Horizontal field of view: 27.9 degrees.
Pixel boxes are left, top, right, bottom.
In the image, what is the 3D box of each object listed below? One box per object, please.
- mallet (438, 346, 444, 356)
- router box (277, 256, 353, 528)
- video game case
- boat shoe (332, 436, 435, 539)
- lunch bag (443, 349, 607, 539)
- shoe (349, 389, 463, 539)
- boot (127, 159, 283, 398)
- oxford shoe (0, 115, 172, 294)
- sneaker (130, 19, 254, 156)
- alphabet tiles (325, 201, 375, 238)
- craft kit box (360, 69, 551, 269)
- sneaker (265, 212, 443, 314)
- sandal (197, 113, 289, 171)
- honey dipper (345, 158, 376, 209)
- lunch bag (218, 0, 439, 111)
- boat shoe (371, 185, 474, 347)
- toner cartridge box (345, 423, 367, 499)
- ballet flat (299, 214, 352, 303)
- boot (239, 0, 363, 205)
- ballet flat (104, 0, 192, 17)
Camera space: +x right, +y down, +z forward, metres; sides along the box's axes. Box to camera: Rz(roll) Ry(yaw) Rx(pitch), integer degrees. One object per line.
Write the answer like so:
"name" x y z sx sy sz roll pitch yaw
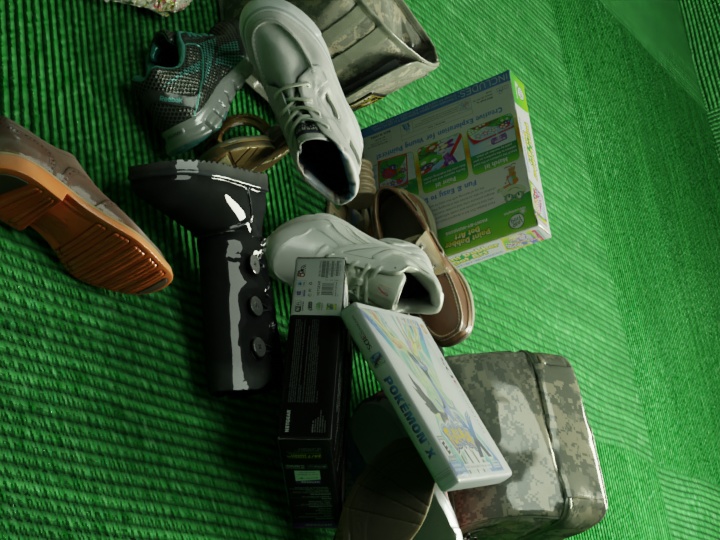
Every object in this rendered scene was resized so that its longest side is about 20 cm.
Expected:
"mallet" 0.109 0.124 1.688 0.200 0.041 0.066 20 58 -63
"router box" -0.038 0.111 1.320 0.150 0.051 0.201 85 7 -50
"video game case" 0.064 0.117 1.335 0.183 0.022 0.200 60 14 15
"boat shoe" 0.006 0.244 1.298 0.066 0.071 0.202 123 -9 -77
"lunch bag" 0.138 0.181 1.487 0.167 0.139 0.201 8 63 -38
"shoe" 0.061 0.204 1.395 0.091 0.071 0.201 -29 97 -61
"boot" -0.131 0.010 1.259 0.164 0.065 0.201 4 82 -53
"oxford shoe" -0.217 -0.050 1.136 0.200 0.071 0.073 43 31 -42
"sneaker" -0.155 -0.195 1.356 0.091 0.077 0.200 52 29 -24
"alphabet tiles" 0.019 -0.027 1.647 0.200 0.008 0.168 46 34 -39
"craft kit box" 0.103 -0.100 1.626 0.048 0.199 0.199 35 43 -51
"sneaker" 0.000 0.000 1.422 0.199 0.078 0.099 8 18 -27
"sandal" -0.112 -0.123 1.390 0.054 0.080 0.200 53 25 1
"honey dipper" -0.013 -0.162 1.639 0.038 0.038 0.201 34 39 -50
"lunch bag" -0.029 -0.233 1.519 0.200 0.163 0.118 41 33 -44
"boat shoe" 0.058 -0.007 1.547 0.072 0.076 0.201 35 24 -55
"toner cartridge box" 0.046 0.221 1.485 0.200 0.043 0.096 29 47 -54
"ballet flat" -0.012 0.015 1.513 0.200 0.067 0.046 51 -12 -33
"boot" -0.049 -0.155 1.351 0.200 0.073 0.096 56 17 -35
"ballet flat" -0.193 -0.279 1.348 0.200 0.064 0.076 -22 91 -65
